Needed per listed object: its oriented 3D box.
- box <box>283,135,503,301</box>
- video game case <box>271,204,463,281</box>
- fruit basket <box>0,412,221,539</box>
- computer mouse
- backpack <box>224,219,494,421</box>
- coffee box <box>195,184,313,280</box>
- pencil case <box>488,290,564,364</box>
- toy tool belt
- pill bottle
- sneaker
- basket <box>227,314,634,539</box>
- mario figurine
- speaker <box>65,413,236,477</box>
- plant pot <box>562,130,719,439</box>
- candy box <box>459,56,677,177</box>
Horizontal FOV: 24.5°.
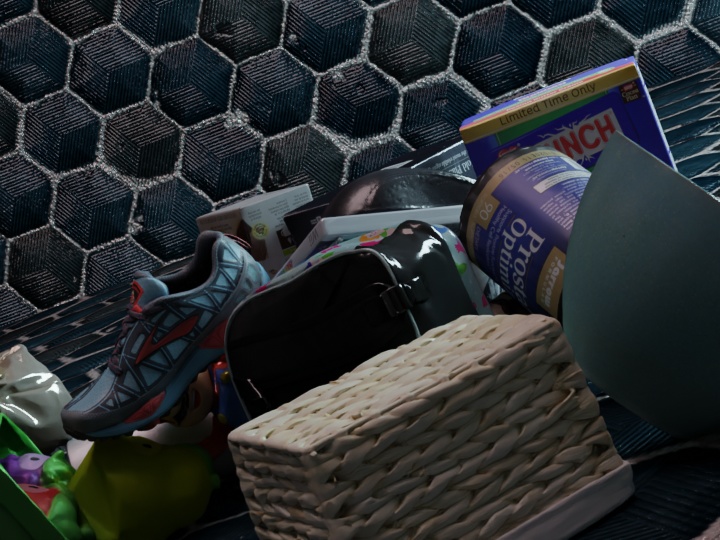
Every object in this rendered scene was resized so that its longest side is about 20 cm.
[{"bbox_3d":[0.056,-0.010,1.559,0.104,0.182,0.200,-13,12,44],"label":"box"},{"bbox_3d":[0.000,0.000,1.345,0.143,0.018,0.200,-6,-21,-25],"label":"video game case"},{"bbox_3d":[-0.222,0.173,1.277,0.216,0.156,0.216,-38,10,8],"label":"fruit basket"},{"bbox_3d":[0.050,-0.051,1.348,0.200,0.053,0.138,-4,-21,-31],"label":"computer mouse"},{"bbox_3d":[0.004,0.065,1.222,0.200,0.178,0.151,-25,2,36],"label":"backpack"},{"bbox_3d":[-0.073,0.027,1.588,0.080,0.200,0.113,-22,6,-26],"label":"coffee box"},{"bbox_3d":[0.171,0.033,1.335,0.200,0.078,0.089,-27,37,-32],"label":"pencil case"},{"bbox_3d":[-0.338,0.164,1.424,0.123,0.125,0.200,-22,-33,-56],"label":"toy tool belt"},{"bbox_3d":[0.170,-0.003,1.221,0.112,0.112,0.200,-25,40,-20],"label":"pill bottle"},{"bbox_3d":[-0.161,0.045,1.269,0.200,0.096,0.079,-42,31,-21],"label":"sneaker"},{"bbox_3d":[0.037,0.115,0.979,0.200,0.123,0.136,-25,9,-25],"label":"basket"},{"bbox_3d":[-0.108,0.107,1.333,0.200,0.124,0.106,4,-25,9],"label":"mario figurine"},{"bbox_3d":[-0.145,0.147,1.423,0.200,0.081,0.081,-22,8,-3],"label":"speaker"},{"bbox_3d":[0.202,0.024,1.028,0.135,0.200,0.200,-56,3,9],"label":"plant pot"},{"bbox_3d":[0.203,-0.071,1.499,0.169,0.200,0.077,-21,8,9],"label":"candy box"}]
